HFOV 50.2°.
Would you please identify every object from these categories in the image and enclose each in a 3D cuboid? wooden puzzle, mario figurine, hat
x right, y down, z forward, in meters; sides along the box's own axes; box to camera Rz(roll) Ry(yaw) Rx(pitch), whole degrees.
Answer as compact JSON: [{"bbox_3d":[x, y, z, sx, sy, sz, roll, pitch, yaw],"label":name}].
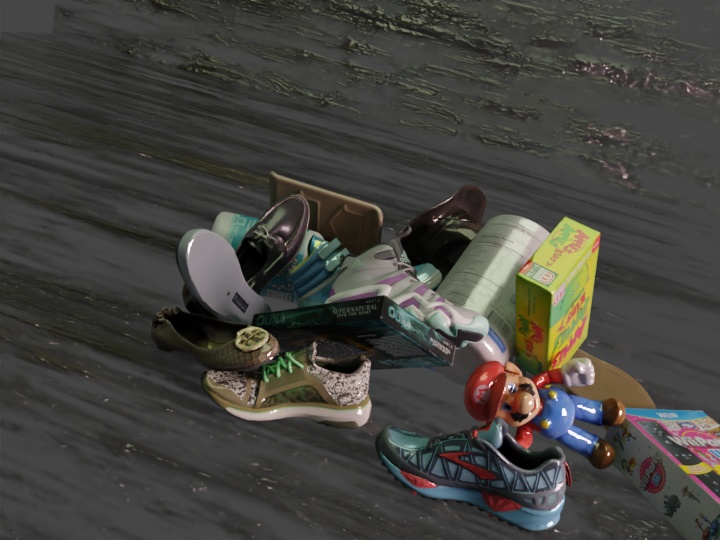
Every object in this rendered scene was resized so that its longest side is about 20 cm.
[{"bbox_3d":[-0.053,-0.055,1.196,0.198,0.186,0.046,22,44,18],"label":"wooden puzzle"},{"bbox_3d":[0.210,0.163,0.870,0.198,0.106,0.124,19,45,-15],"label":"mario figurine"},{"bbox_3d":[0.136,-0.023,1.134,0.200,0.202,0.081,-10,45,-48],"label":"hat"}]

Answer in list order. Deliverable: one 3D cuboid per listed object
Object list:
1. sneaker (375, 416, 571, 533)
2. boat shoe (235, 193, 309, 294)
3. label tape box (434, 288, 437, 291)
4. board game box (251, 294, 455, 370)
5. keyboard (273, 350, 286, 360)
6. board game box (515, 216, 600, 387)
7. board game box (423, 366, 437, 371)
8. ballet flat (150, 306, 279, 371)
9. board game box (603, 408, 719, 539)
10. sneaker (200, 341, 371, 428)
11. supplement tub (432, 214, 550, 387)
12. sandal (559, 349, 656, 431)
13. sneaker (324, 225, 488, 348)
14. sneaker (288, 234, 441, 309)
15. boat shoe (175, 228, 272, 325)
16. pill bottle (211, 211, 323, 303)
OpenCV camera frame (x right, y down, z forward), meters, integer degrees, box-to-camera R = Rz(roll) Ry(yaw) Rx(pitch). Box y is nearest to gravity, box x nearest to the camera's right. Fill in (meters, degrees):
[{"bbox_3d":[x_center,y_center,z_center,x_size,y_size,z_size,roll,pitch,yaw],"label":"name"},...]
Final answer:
[{"bbox_3d":[0.115,0.184,0.781,0.198,0.096,0.079,16,19,7],"label":"sneaker"},{"bbox_3d":[-0.132,-0.026,1.055,0.072,0.201,0.063,34,-13,1],"label":"boat shoe"},{"bbox_3d":[0.202,0.049,1.148,0.199,0.064,0.144,26,21,9],"label":"label tape box"},{"bbox_3d":[-0.011,0.077,0.868,0.199,0.028,0.135,-9,-32,40],"label":"board game box"},{"bbox_3d":[-0.142,0.091,0.982,0.198,0.021,0.127,3,19,-26],"label":"keyboard"},{"bbox_3d":[0.229,0.045,0.907,0.047,0.201,0.102,29,61,30],"label":"board game box"},{"bbox_3d":[0.081,0.076,1.137,0.152,0.041,0.200,17,20,10],"label":"board game box"},{"bbox_3d":[-0.170,0.071,0.861,0.199,0.047,0.067,8,28,41],"label":"ballet flat"},{"bbox_3d":[0.394,0.238,0.871,0.146,0.065,0.200,6,21,-23],"label":"board game box"},{"bbox_3d":[-0.076,0.114,0.854,0.198,0.089,0.077,7,20,-16],"label":"sneaker"},{"bbox_3d":[0.167,0.040,0.995,0.131,0.133,0.200,23,57,27],"label":"supplement tub"},{"bbox_3d":[0.298,0.154,1.022,0.211,0.078,0.070,37,-15,9],"label":"sandal"},{"bbox_3d":[0.057,0.012,0.902,0.198,0.141,0.078,5,-25,16],"label":"sneaker"},{"bbox_3d":[0.000,0.000,0.992,0.198,0.132,0.080,-22,1,-12],"label":"sneaker"},{"bbox_3d":[-0.184,0.018,0.907,0.090,0.201,0.071,14,61,28],"label":"boat shoe"},{"bbox_3d":[-0.125,-0.014,1.143,0.198,0.112,0.111,12,19,-4],"label":"pill bottle"}]
